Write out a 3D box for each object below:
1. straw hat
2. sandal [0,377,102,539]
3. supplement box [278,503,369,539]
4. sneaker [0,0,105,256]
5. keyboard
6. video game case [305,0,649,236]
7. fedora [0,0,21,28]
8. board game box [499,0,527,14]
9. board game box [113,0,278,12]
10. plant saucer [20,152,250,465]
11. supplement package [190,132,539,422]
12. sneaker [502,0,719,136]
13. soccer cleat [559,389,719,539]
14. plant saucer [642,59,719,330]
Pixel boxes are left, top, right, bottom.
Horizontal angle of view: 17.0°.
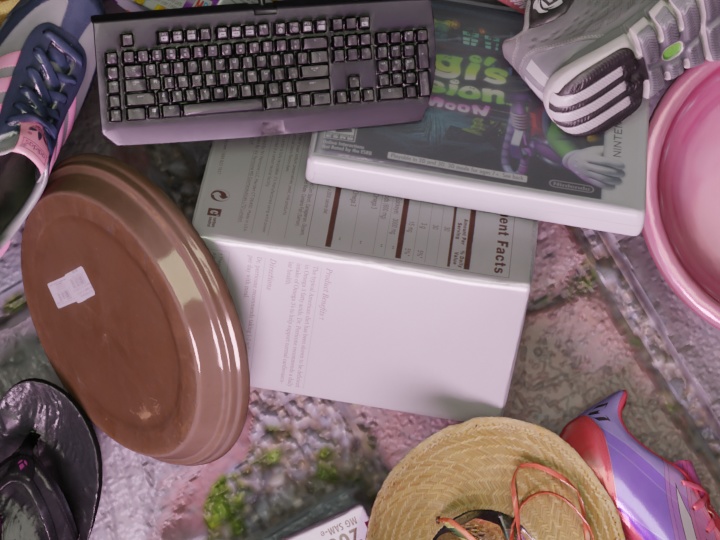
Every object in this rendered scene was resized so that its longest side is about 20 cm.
[{"bbox_3d":[0.061,0.189,1.420,0.201,0.085,0.202,13,67,-32],"label":"straw hat"},{"bbox_3d":[-0.202,0.167,1.465,0.075,0.048,0.201,7,93,6],"label":"sandal"},{"bbox_3d":[-0.007,0.255,1.468,0.109,0.061,0.200,-24,86,-4],"label":"supplement box"},{"bbox_3d":[-0.193,-0.084,1.406,0.070,0.082,0.200,31,74,-28],"label":"sneaker"},{"bbox_3d":[-0.055,-0.141,1.391,0.199,0.021,0.127,-6,94,-13],"label":"keyboard"},{"bbox_3d":[0.076,-0.102,1.463,0.199,0.023,0.182,9,42,0],"label":"video game case"},{"bbox_3d":[-0.229,-0.226,1.498,0.200,0.082,0.201,1,79,-5],"label":"fedora"},{"bbox_3d":[0.052,-0.228,1.445,0.019,0.200,0.103,-18,68,31],"label":"board game box"},{"bbox_3d":[-0.053,-0.223,1.471,0.103,0.105,0.200,27,84,37],"label":"board game box"},{"bbox_3d":[-0.140,0.028,1.426,0.029,0.200,0.200,-27,85,-35],"label":"plant saucer"},{"bbox_3d":[0.000,0.000,1.442,0.199,0.117,0.117,10,41,0],"label":"supplement package"},{"bbox_3d":[0.173,-0.169,1.465,0.200,0.075,0.116,-28,46,-16],"label":"sneaker"},{"bbox_3d":[0.200,0.163,1.479,0.200,0.067,0.076,45,81,6],"label":"soccer cleat"},{"bbox_3d":[0.267,-0.050,1.499,0.200,0.051,0.201,0,87,-5],"label":"plant saucer"}]
